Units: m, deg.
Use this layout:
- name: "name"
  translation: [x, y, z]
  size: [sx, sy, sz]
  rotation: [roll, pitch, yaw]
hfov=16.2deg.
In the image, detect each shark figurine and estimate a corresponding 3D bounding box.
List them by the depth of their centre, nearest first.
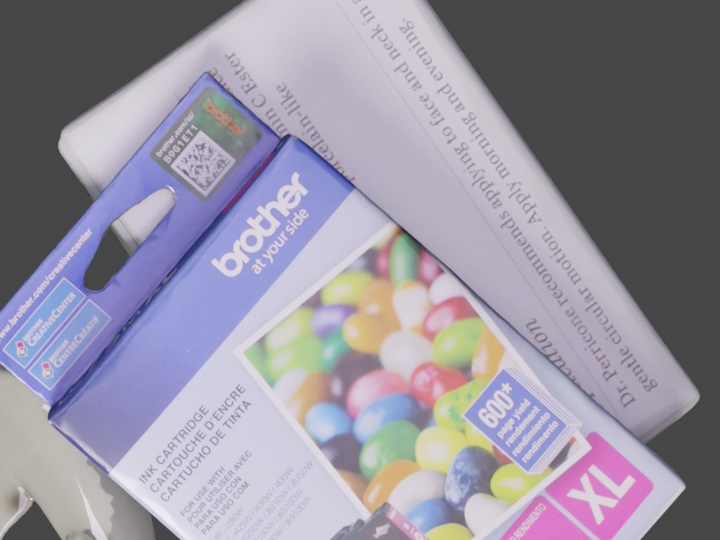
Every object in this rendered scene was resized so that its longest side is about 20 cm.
- name: "shark figurine"
  translation: [-0.097, 0.100, 0.973]
  size: [0.128, 0.089, 0.215]
  rotation: [-26, 83, 31]

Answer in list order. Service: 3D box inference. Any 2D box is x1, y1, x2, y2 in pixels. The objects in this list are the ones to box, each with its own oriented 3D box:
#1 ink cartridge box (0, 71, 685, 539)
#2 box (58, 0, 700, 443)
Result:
- name: "ink cartridge box"
  translation: [-0.010, 0.045, 0.793]
  size: [0.200, 0.042, 0.119]
  rotation: [42, 88, -4]
- name: "box"
  translation: [0.000, 0.000, 0.912]
  size: [0.130, 0.200, 0.199]
  rotation: [-35, 93, -4]
